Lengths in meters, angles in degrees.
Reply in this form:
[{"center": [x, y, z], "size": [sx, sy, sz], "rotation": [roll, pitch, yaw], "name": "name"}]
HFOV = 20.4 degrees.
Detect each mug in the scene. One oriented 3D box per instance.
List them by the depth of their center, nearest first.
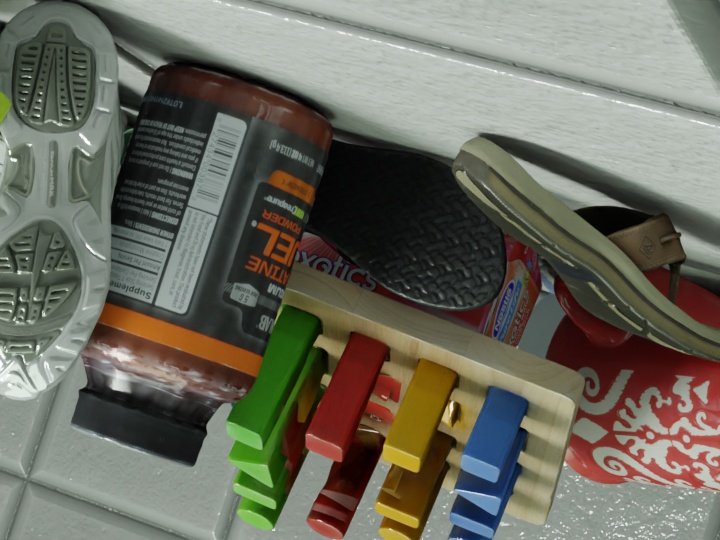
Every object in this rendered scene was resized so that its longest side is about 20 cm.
[{"center": [0.209, 0.073, 1.229], "size": [0.177, 0.135, 0.199], "rotation": [19, 172, -34], "name": "mug"}]

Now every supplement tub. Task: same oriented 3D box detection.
[{"center": [-0.090, -0.001, 1.069], "size": [0.106, 0.202, 0.107], "rotation": [18, 176, 1], "name": "supplement tub"}]

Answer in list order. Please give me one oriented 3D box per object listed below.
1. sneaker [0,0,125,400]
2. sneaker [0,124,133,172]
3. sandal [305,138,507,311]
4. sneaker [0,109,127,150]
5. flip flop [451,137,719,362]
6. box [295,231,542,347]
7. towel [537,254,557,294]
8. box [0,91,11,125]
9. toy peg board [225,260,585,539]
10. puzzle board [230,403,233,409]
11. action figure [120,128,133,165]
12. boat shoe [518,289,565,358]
[{"center": [-0.153, -0.034, 1.030], "size": [0.077, 0.202, 0.099], "rotation": [12, -175, 3], "name": "sneaker"}, {"center": [-0.184, -0.077, 1.376], "size": [0.199, 0.077, 0.080], "rotation": [20, 166, -37], "name": "sneaker"}, {"center": [0.001, -0.037, 1.122], "size": [0.199, 0.076, 0.045], "rotation": [25, 179, 25], "name": "sandal"}, {"center": [-0.196, -0.093, 1.216], "size": [0.071, 0.073, 0.200], "rotation": [19, 174, 16], "name": "sneaker"}, {"center": [0.128, -0.014, 1.016], "size": [0.200, 0.058, 0.081], "rotation": [38, 171, -27], "name": "flip flop"}, {"center": [0.000, 0.000, 1.214], "size": [0.198, 0.100, 0.096], "rotation": [17, 154, 20], "name": "box"}, {"center": [0.045, -0.028, 1.321], "size": [0.198, 0.024, 0.147], "rotation": [18, 175, 16], "name": "towel"}, {"center": [-0.275, -0.117, 0.944], "size": [0.121, 0.048, 0.200], "rotation": [-8, 137, 43], "name": "box"}, {"center": [0.013, 0.106, 1.172], "size": [0.198, 0.098, 0.200], "rotation": [21, 155, 10], "name": "toy peg board"}, {"center": [-0.093, 0.013, 1.352], "size": [0.017, 0.202, 0.151], "rotation": [-11, 174, 1], "name": "puzzle board"}, {"center": [-0.155, -0.035, 1.312], "size": [0.055, 0.118, 0.200], "rotation": [59, 177, 5], "name": "action figure"}, {"center": [0.127, 0.040, 1.444], "size": [0.056, 0.069, 0.200], "rotation": [22, -175, 22], "name": "boat shoe"}]
